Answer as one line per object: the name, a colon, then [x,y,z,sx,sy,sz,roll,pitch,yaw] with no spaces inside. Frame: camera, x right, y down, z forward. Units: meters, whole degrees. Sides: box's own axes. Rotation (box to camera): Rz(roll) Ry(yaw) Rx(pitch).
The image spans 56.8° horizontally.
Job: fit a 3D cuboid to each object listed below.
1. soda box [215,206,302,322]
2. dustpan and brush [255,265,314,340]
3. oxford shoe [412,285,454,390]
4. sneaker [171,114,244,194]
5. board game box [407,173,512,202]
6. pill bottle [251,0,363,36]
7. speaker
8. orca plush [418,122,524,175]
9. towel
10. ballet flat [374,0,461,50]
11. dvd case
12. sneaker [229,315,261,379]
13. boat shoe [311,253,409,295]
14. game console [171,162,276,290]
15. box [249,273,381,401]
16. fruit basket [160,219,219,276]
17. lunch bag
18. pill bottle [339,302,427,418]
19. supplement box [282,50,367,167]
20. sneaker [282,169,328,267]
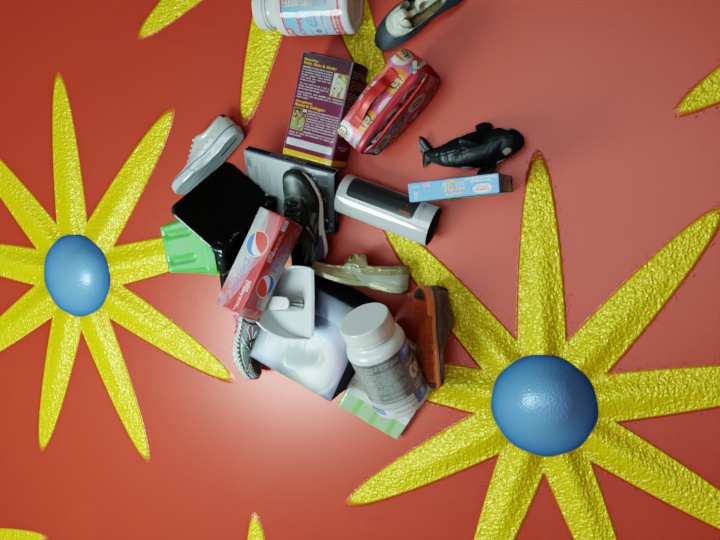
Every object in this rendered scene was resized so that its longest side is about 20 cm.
soda box: [-0.188,-0.011,1.238,0.070,0.063,0.201,24,88,31]
dustpan and brush: [-0.184,0.062,1.276,0.199,0.057,0.140,-1,88,34]
oxford shoe: [0.151,0.127,1.277,0.071,0.073,0.201,-9,83,63]
sneaker: [-0.334,-0.247,1.421,0.200,0.073,0.071,-42,73,10]
board game box: [0.183,-0.146,1.176,0.151,0.200,0.037,-4,96,20]
pill bottle: [-0.102,-0.510,1.281,0.199,0.109,0.109,4,98,19]
speaker: [0.054,-0.118,1.290,0.199,0.081,0.081,23,103,16]
orca plush: [0.192,-0.237,1.219,0.199,0.071,0.106,13,81,32]
towel: [0.062,0.227,1.343,0.149,0.031,0.200,31,108,1]
ballet flat: [0.102,-0.484,1.235,0.200,0.073,0.073,-28,87,20]
dvd case: [-0.138,-0.161,1.341,0.199,0.025,0.151,18,135,17]
sneaker: [-0.228,0.135,1.417,0.074,0.081,0.201,0,96,17]
boat shoe: [0.000,0.000,1.316,0.199,0.074,0.067,11,90,-6]
game console: [-0.261,-0.084,1.313,0.116,0.200,0.176,18,133,17]
box: [-0.087,0.121,1.344,0.198,0.123,0.201,26,104,13]
fruit basket: [-0.305,-0.050,1.385,0.215,0.216,0.156,-9,94,20]
lunch bag: [0.048,-0.307,1.217,0.082,0.176,0.200,44,108,10]
pill bottle: [0.042,0.165,1.228,0.113,0.114,0.200,-13,121,20]
supplement box: [-0.069,-0.313,1.305,0.110,0.086,0.201,17,102,17]
sneaker: [-0.117,-0.094,1.294,0.075,0.088,0.201,0,118,28]
